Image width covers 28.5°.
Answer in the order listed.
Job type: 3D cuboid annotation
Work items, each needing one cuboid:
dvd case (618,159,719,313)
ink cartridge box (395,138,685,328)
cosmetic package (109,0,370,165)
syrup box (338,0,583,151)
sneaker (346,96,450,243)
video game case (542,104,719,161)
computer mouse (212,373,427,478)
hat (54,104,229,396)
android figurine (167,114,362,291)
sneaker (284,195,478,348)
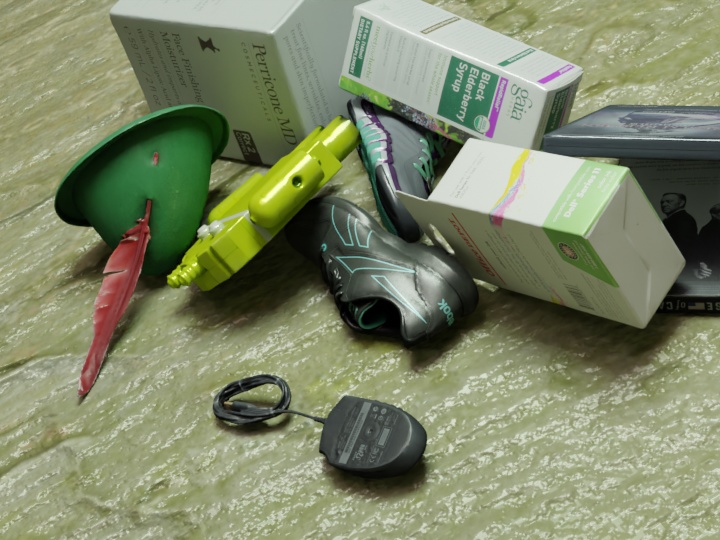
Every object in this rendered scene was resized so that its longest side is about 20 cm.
[{"bbox_3d":[0.274,-0.045,1.134,0.149,0.025,0.201,0,44,21],"label":"dvd case"},{"bbox_3d":[0.133,-0.034,1.080,0.199,0.117,0.068,17,65,46],"label":"ink cartridge box"},{"bbox_3d":[-0.096,-0.218,1.353,0.199,0.166,0.165,12,50,32],"label":"cosmetic package"},{"bbox_3d":[0.087,-0.169,1.246,0.199,0.079,0.081,28,33,24],"label":"syrup box"},{"bbox_3d":[0.046,-0.103,1.248,0.087,0.075,0.201,-15,40,-2],"label":"sneaker"},{"bbox_3d":[0.239,-0.110,1.107,0.142,0.019,0.200,4,13,24],"label":"video game case"},{"bbox_3d":[-0.032,0.118,1.074,0.199,0.034,0.059,12,66,37],"label":"computer mouse"},{"bbox_3d":[-0.165,-0.016,1.241,0.199,0.165,0.177,-37,70,18],"label":"hat"},{"bbox_3d":[-0.086,-0.054,1.211,0.200,0.041,0.182,-44,11,-14],"label":"android figurine"},{"bbox_3d":[0.000,0.000,1.151,0.199,0.076,0.079,25,59,39],"label":"sneaker"}]
